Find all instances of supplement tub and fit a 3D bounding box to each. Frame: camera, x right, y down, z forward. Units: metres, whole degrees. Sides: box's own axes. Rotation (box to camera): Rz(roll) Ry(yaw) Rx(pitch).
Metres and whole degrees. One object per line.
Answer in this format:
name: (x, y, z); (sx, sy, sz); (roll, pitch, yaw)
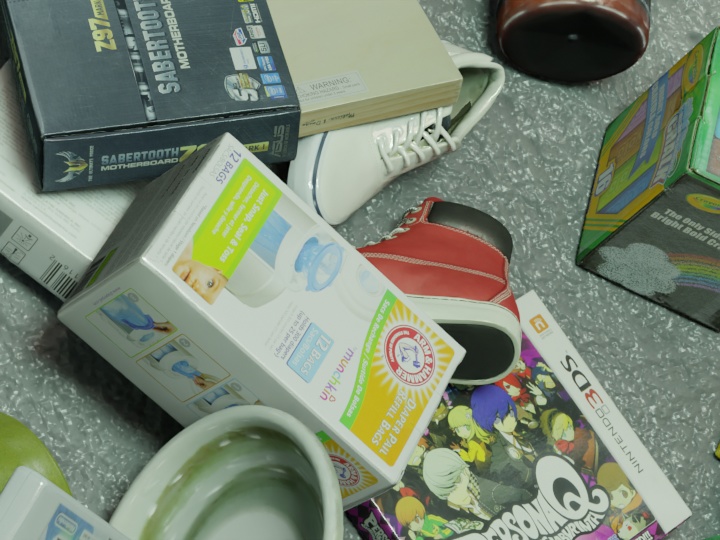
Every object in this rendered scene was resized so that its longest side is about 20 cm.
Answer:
supplement tub: (0.150, -0.238, 1.835); (0.107, 0.107, 0.200); (16, 60, -20)

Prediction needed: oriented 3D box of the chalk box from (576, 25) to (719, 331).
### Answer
chalk box: (0.250, -0.068, 1.747); (0.124, 0.200, 0.124); (25, 58, -15)

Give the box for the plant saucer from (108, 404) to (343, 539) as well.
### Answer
plant saucer: (-0.072, 0.176, 1.473); (0.050, 0.200, 0.201); (30, 53, -40)

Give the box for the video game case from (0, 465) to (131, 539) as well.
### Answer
video game case: (-0.180, 0.208, 1.372); (0.022, 0.200, 0.183); (27, 79, 22)

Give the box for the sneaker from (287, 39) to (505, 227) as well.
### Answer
sneaker: (0.025, -0.093, 1.698); (0.200, 0.071, 0.073); (-49, 132, -41)

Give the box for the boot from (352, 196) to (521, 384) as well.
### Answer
boot: (0.000, 0.000, 1.677); (0.199, 0.073, 0.144); (8, 37, -7)

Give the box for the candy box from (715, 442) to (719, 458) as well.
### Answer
candy box: (0.321, 0.077, 1.822); (0.102, 0.026, 0.200); (37, 56, -10)

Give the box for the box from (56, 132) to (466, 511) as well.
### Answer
box: (-0.055, 0.037, 1.538); (0.200, 0.101, 0.113); (43, 51, -15)

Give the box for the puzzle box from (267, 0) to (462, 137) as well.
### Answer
puzzle box: (-0.052, -0.140, 1.674); (0.200, 0.025, 0.133); (-13, 54, -20)

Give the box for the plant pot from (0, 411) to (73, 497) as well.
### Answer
plant pot: (-0.256, 0.158, 1.397); (0.193, 0.200, 0.201); (-16, 75, -44)

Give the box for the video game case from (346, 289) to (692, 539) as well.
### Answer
video game case: (0.088, 0.131, 1.667); (0.200, 0.036, 0.181); (-30, 81, -34)

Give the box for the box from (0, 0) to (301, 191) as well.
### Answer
box: (-0.135, -0.144, 1.610); (0.157, 0.051, 0.200); (-8, 51, -13)

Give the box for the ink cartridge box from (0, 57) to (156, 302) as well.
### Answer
ink cartridge box: (-0.163, -0.068, 1.640); (0.160, 0.047, 0.200); (37, 39, -7)

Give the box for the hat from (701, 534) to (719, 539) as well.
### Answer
hat: (0.289, 0.209, 1.679); (0.176, 0.165, 0.200); (-25, 116, -52)
